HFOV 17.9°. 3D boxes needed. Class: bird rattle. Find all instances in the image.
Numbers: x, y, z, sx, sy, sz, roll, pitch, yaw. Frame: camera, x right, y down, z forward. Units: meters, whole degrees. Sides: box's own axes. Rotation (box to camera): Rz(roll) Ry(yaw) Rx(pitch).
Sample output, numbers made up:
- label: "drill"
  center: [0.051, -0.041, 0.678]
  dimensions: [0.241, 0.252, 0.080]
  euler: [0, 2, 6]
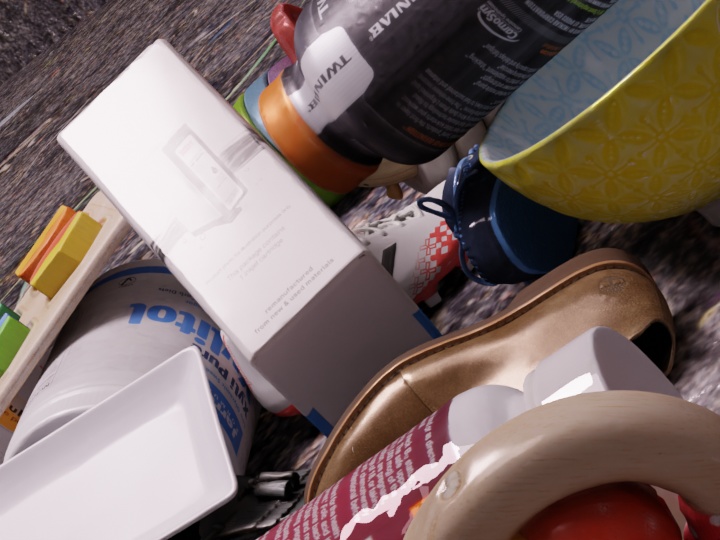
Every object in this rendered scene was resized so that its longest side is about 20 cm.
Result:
- label: "bird rattle"
  center: [0.094, 0.104, 0.728]
  dimensions: [0.200, 0.163, 0.113]
  euler: [-45, 31, 22]

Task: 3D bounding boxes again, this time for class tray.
- label: "tray"
  center: [-0.150, 0.129, 1.182]
  dimensions: [0.200, 0.022, 0.107]
  euler: [-32, 45, 12]

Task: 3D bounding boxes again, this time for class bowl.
- label: "bowl"
  center: [0.165, -0.086, 1.116]
  dimensions: [0.200, 0.108, 0.200]
  euler: [-42, 12, 11]

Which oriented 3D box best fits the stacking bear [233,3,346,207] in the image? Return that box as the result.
- label: "stacking bear"
  center: [-0.065, -0.075, 1.663]
  dimensions: [0.200, 0.122, 0.114]
  euler: [-47, -28, 20]

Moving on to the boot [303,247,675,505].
- label: "boot"
  center: [0.058, 0.069, 1.056]
  dimensions: [0.200, 0.074, 0.075]
  euler: [-38, 26, 7]

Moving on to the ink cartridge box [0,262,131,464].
- label: "ink cartridge box"
  center: [-0.182, 0.083, 1.496]
  dimensions: [0.200, 0.115, 0.068]
  euler: [-27, 22, 44]

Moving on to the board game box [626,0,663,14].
- label: "board game box"
  center: [0.174, -0.198, 1.235]
  dimensions: [0.105, 0.200, 0.103]
  euler: [-37, 16, 16]

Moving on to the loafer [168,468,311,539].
- label: "loafer"
  center: [-0.075, 0.137, 1.172]
  dimensions: [0.200, 0.063, 0.072]
  euler: [-31, 3, 36]

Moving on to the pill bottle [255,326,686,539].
- label: "pill bottle"
  center: [0.039, 0.116, 0.880]
  dimensions: [0.200, 0.114, 0.114]
  euler: [-37, 16, 18]

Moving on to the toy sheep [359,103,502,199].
- label: "toy sheep"
  center: [0.060, -0.121, 1.441]
  dimensions: [0.200, 0.138, 0.138]
  euler: [-40, 15, -11]

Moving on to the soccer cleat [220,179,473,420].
- label: "soccer cleat"
  center: [0.000, 0.000, 1.337]
  dimensions: [0.200, 0.085, 0.069]
  euler: [-48, 17, -21]

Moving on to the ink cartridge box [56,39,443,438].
- label: "ink cartridge box"
  center: [-0.053, -0.011, 1.215]
  dimensions: [0.084, 0.146, 0.200]
  euler: [-44, 54, -1]

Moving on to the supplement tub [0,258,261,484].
- label: "supplement tub"
  center: [-0.126, 0.088, 1.323]
  dimensions: [0.132, 0.132, 0.200]
  euler: [-37, 17, 18]

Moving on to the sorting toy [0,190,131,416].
- label: "sorting toy"
  center: [-0.197, 0.021, 1.379]
  dimensions: [0.200, 0.036, 0.185]
  euler: [-51, 12, -6]

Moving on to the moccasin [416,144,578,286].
- label: "moccasin"
  center: [0.079, -0.031, 1.266]
  dimensions: [0.068, 0.081, 0.200]
  euler: [-20, 9, 19]

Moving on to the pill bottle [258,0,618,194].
- label: "pill bottle"
  center: [0.039, -0.126, 1.166]
  dimensions: [0.200, 0.106, 0.106]
  euler: [-41, 15, 23]
